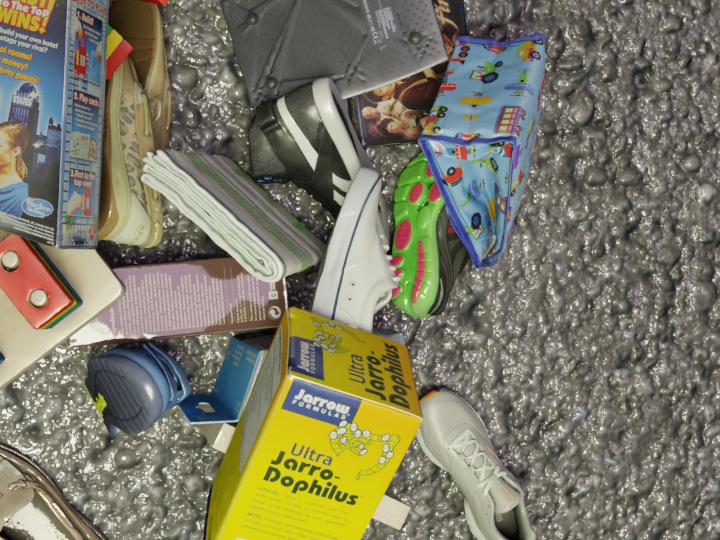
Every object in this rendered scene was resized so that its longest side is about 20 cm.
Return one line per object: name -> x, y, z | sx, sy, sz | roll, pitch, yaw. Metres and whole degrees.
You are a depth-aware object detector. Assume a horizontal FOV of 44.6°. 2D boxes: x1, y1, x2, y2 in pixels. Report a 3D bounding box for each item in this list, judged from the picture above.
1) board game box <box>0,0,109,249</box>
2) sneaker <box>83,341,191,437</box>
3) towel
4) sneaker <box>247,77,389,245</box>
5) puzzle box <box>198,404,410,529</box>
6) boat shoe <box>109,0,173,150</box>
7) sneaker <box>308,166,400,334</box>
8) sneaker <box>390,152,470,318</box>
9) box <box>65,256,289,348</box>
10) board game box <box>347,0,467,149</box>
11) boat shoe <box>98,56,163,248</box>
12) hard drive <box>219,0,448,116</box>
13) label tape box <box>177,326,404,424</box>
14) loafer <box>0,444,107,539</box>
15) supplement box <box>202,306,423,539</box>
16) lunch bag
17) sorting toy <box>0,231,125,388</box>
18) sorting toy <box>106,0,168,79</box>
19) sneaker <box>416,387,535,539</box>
board game box -> -0.264, -0.139, 0.630 | 0.199, 0.062, 0.201 | 18, 94, 9
sneaker -> -0.192, 0.098, 0.777 | 0.082, 0.200, 0.074 | -26, 91, -25
towel -> -0.104, -0.048, 0.787 | 0.149, 0.200, 0.031 | 43, 100, 4
sneaker -> -0.048, -0.093, 0.884 | 0.111, 0.073, 0.200 | -15, 127, 12
puzzle box -> -0.060, 0.186, 0.851 | 0.200, 0.133, 0.025 | 28, 82, -16
boat shoe -> -0.213, -0.157, 0.832 | 0.071, 0.065, 0.201 | 3, 86, 17
sneaker -> 0.000, 0.000, 0.792 | 0.071, 0.073, 0.201 | 17, 64, -5
sneaker -> 0.078, -0.045, 0.933 | 0.084, 0.077, 0.201 | 34, 68, -54
box -> -0.177, 0.026, 0.828 | 0.199, 0.100, 0.075 | -7, 92, -19
board game box -> 0.048, -0.234, 0.929 | 0.135, 0.035, 0.201 | -9, 94, -17
boat shoe -> -0.209, -0.110, 0.758 | 0.063, 0.073, 0.201 | 18, 55, -44
hard drive -> -0.025, -0.236, 0.871 | 0.199, 0.042, 0.135 | -17, 93, 2
label tape box -> -0.073, 0.093, 0.838 | 0.199, 0.143, 0.066 | -3, 92, -18
loafer -> -0.306, 0.226, 0.807 | 0.200, 0.063, 0.072 | 44, 78, -14
supplement box -> -0.044, 0.151, 0.706 | 0.109, 0.109, 0.200 | 19, 112, -13
lunch bag -> 0.139, -0.110, 0.884 | 0.200, 0.094, 0.151 | 68, 34, -47
sorting toy -> -0.332, -0.001, 0.700 | 0.200, 0.070, 0.199 | -38, 91, -6
sorting toy -> -0.236, -0.251, 0.764 | 0.200, 0.199, 0.070 | -55, 133, -7
sneaker -> 0.131, 0.214, 0.935 | 0.076, 0.092, 0.200 | -34, 101, -15
